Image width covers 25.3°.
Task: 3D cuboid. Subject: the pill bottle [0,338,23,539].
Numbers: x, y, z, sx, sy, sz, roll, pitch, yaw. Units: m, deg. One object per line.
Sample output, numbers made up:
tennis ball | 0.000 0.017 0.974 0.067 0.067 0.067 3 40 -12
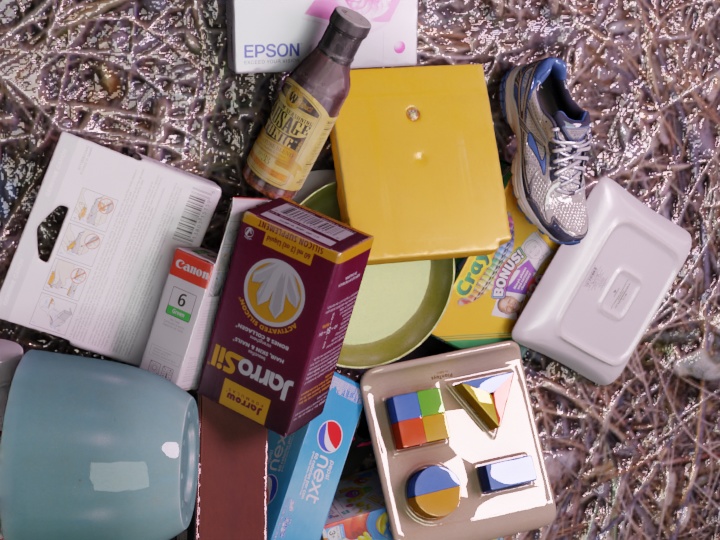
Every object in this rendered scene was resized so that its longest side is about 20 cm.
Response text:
pill bottle | -0.370 0.174 1.572 0.111 0.112 0.202 -3 105 -18

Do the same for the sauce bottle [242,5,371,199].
sauce bottle | -0.052 -0.166 1.588 0.066 0.066 0.201 17 115 -22

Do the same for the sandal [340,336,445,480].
sandal | 0.017 0.147 1.732 0.200 0.045 0.075 -48 114 -2

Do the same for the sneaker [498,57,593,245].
sneaker | 0.200 -0.127 1.655 0.077 0.085 0.202 -8 79 -35

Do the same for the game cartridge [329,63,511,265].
game cartridge | 0.057 -0.109 1.638 0.175 0.032 0.202 -4 79 -18

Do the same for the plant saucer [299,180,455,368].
plant saucer | 0.000 0.000 1.664 0.198 0.031 0.202 -3 101 -15

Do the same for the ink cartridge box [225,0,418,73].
ink cartridge box | -0.038 -0.301 1.598 0.194 0.043 0.202 -5 107 -17

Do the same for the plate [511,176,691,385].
plate | 0.275 0.021 1.756 0.199 0.032 0.201 26 95 -45

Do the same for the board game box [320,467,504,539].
board game box | 0.044 0.275 1.743 0.198 0.105 0.104 -14 108 -14

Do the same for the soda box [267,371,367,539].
soda box | -0.063 0.203 1.668 0.064 0.068 0.202 30 72 -36

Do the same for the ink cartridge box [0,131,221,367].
ink cartridge box | -0.254 -0.021 1.597 0.172 0.044 0.201 20 97 -22

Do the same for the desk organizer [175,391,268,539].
desk organizer | -0.140 0.229 1.618 0.076 0.072 0.202 7 71 -22

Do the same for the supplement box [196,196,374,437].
supplement box | -0.075 0.044 1.577 0.110 0.086 0.202 23 111 18

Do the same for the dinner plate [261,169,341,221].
dinner plate | -0.038 -0.005 1.686 0.198 0.024 0.202 -5 105 -18

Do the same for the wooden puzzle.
wooden puzzle | 0.107 0.186 1.676 0.184 0.046 0.202 -10 85 -18

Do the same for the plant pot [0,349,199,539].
plant pot | -0.238 0.179 1.521 0.159 0.201 0.203 2 105 2

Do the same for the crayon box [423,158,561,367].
crayon box | 0.155 -0.004 1.732 0.118 0.058 0.201 26 95 -23

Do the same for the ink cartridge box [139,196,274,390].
ink cartridge box | -0.150 0.016 1.607 0.050 0.109 0.202 21 99 22
